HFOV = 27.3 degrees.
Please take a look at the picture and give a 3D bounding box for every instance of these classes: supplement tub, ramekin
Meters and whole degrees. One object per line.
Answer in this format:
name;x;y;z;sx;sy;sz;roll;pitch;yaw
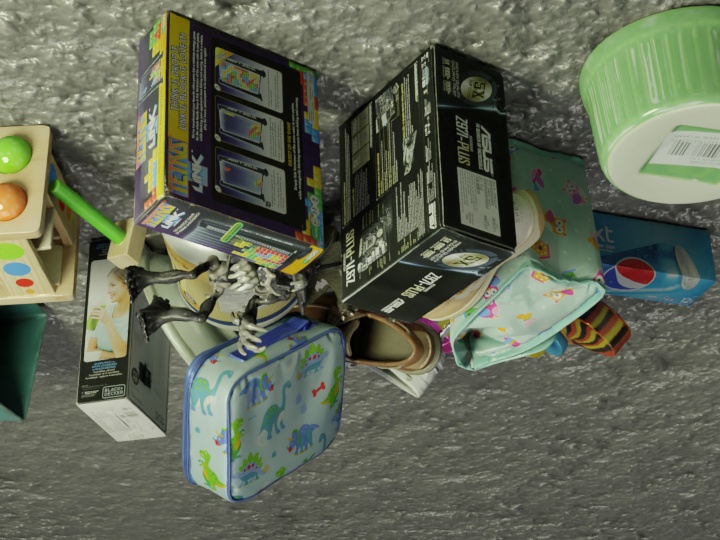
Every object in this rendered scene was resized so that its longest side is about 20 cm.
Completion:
supplement tub;-0.128;-0.043;1.496;0.144;0.145;0.200;-3;150;1
ramekin;0.308;-0.146;1.382;0.199;0.098;0.200;-1;151;-1

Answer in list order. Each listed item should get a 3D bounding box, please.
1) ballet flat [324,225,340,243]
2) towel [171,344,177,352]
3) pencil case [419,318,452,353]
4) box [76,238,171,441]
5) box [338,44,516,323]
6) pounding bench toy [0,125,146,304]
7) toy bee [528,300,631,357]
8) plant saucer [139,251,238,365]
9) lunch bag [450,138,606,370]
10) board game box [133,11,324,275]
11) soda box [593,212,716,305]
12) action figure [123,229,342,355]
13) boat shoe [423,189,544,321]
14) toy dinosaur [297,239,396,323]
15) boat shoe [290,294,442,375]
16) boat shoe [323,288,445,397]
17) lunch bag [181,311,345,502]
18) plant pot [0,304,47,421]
ballet flat;-0.093;0.001;1.660;0.063;0.069;0.200;26;141;-18
towel;-0.150;0.096;1.807;0.199;0.035;0.132;15;170;-24
pencil case;0.065;0.016;1.674;0.088;0.089;0.200;-13;147;19
box;-0.258;0.075;1.643;0.060;0.201;0.117;-8;152;13
box;0.058;-0.078;1.385;0.086;0.201;0.164;17;145;-30
pounding bench toy;-0.324;-0.060;1.476;0.199;0.125;0.156;-3;150;2
toy bee;0.211;0.046;1.714;0.200;0.131;0.109;-12;126;39
plant saucer;-0.164;0.053;1.636;0.050;0.200;0.200;-34;142;10
lunch bag;0.154;-0.008;1.543;0.122;0.171;0.200;12;143;-24
board game box;-0.116;-0.112;1.316;0.165;0.201;0.057;18;143;-30
soda box;0.291;-0.015;1.646;0.199;0.068;0.064;8;150;-16
action figure;-0.111;0.018;1.370;0.199;0.102;0.119;-13;126;-4
boat shoe;0.096;-0.015;1.444;0.069;0.074;0.200;-1;148;-35
toy dinosaur;0.000;0.000;1.555;0.200;0.077;0.102;2;126;48
boat shoe;-0.009;0.068;1.648;0.199;0.076;0.072;8;180;24
boat shoe;-0.002;0.080;1.716;0.200;0.067;0.074;25;162;16
lunch bag;-0.100;0.137;1.564;0.082;0.200;0.161;19;120;32
plant pot;-0.498;0.090;1.724;0.199;0.142;0.141;-5;151;20
